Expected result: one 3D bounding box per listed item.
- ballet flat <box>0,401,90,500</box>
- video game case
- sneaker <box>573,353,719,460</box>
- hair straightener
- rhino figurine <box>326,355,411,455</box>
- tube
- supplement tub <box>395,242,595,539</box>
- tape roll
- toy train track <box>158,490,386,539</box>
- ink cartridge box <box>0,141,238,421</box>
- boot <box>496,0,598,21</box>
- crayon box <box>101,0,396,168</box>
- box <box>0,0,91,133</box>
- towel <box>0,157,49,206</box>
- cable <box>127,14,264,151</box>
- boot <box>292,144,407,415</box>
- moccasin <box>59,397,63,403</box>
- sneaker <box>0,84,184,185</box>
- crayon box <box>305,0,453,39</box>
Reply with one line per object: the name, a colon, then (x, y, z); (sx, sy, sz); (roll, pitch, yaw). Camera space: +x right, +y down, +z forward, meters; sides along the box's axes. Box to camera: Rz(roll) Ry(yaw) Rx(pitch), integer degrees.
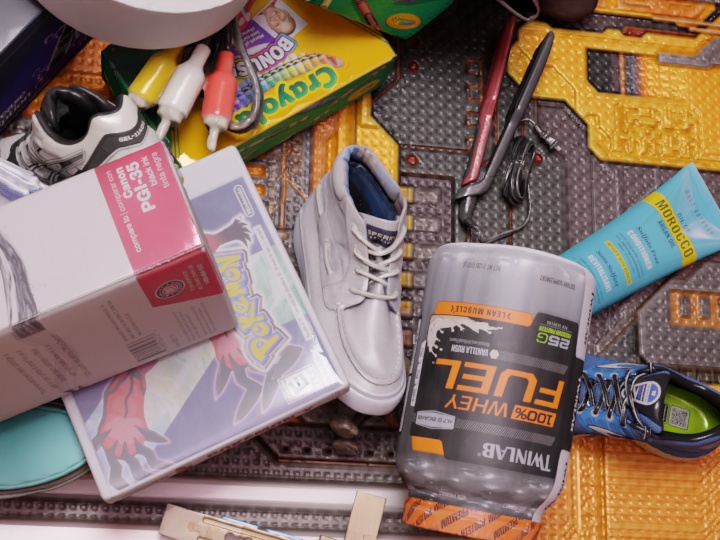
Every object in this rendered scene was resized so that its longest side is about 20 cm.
ballet flat: (-0.278, 0.135, 0.907); (0.199, 0.064, 0.068); (-11, 74, -10)
video game case: (-0.130, 0.033, 0.903); (0.182, 0.023, 0.200); (-25, 72, -6)
sneaker: (0.197, 0.094, 1.002); (0.199, 0.089, 0.079); (10, 72, -6)
hair straightener: (0.131, -0.110, 1.073); (0.077, 0.041, 0.200); (18, 71, -5)
rhino figurine: (-0.005, 0.089, 0.978); (0.200, 0.060, 0.088); (19, 61, -9)
tube: (0.219, -0.013, 1.064); (0.200, 0.050, 0.078); (-29, 94, -22)
supplement tub: (0.093, 0.089, 0.923); (0.122, 0.123, 0.201); (11, 81, -8)
tape roll: (-0.150, -0.258, 0.901); (0.202, 0.071, 0.203); (5, 76, -22)
toy train track: (-0.048, 0.209, 0.953); (0.200, 0.033, 0.115); (16, 79, 0)
ink cartridge box: (-0.191, 0.016, 0.823); (0.200, 0.147, 0.083); (-22, 70, -5)
boot: (0.124, -0.234, 1.035); (0.200, 0.072, 0.167); (34, 30, -25)
crayon box: (-0.088, -0.160, 1.027); (0.200, 0.058, 0.119); (-32, 83, -18)
box: (-0.266, -0.180, 0.963); (0.079, 0.141, 0.200); (37, 71, 2)
towel: (-0.315, -0.007, 0.904); (0.147, 0.024, 0.200); (27, 108, 0)
cable: (-0.103, -0.181, 0.952); (0.097, 0.050, 0.200); (16, 84, -3)
boot: (0.000, 0.000, 0.949); (0.073, 0.096, 0.200); (3, 49, -26)
moccasin: (-0.182, 0.057, 0.942); (0.073, 0.078, 0.202); (-2, 75, -14)
sneaker: (-0.207, -0.095, 0.927); (0.076, 0.200, 0.088); (-46, 127, -33)
crayon box: (-0.014, -0.287, 1.013); (0.119, 0.058, 0.200); (9, 54, -48)
